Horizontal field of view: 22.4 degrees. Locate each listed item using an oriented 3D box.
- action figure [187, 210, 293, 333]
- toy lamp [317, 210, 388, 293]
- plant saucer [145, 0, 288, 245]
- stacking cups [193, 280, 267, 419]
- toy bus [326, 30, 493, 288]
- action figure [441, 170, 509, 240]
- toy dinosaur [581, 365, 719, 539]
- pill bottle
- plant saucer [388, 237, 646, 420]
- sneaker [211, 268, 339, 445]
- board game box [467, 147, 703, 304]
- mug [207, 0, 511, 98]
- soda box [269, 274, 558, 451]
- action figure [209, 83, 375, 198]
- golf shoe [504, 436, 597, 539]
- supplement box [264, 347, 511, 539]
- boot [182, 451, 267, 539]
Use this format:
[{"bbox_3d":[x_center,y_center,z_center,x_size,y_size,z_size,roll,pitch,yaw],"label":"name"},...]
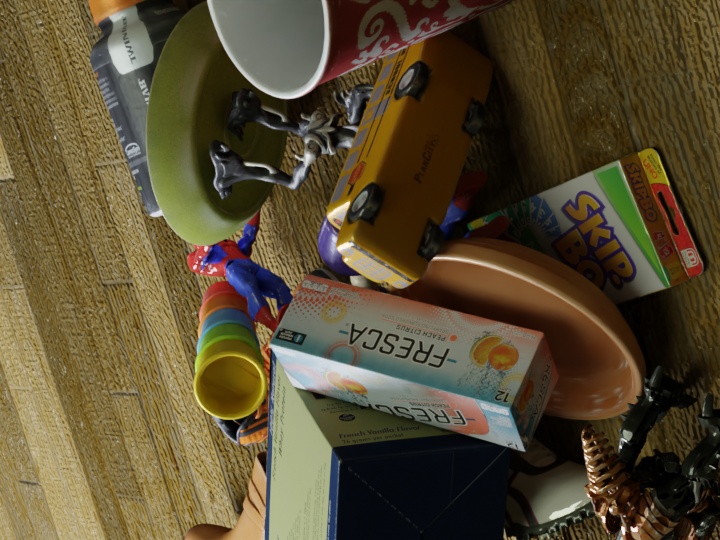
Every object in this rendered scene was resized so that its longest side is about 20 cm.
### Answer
[{"bbox_3d":[-0.090,-0.019,1.562,0.200,0.065,0.099,31,113,51],"label":"action figure"},{"bbox_3d":[0.000,0.000,1.408,0.058,0.058,0.200,50,168,22],"label":"toy lamp"},{"bbox_3d":[-0.107,-0.118,1.473,0.031,0.200,0.200,6,116,26],"label":"plant saucer"},{"bbox_3d":[-0.116,0.062,1.542,0.200,0.060,0.061,-114,13,-71],"label":"stacking cups"},{"bbox_3d":[0.032,-0.082,1.295,0.065,0.200,0.078,32,150,-21],"label":"toy bus"},{"bbox_3d":[0.060,-0.017,1.396,0.066,0.052,0.200,59,163,9],"label":"action figure"},{"bbox_3d":[0.206,0.146,1.237,0.102,0.136,0.200,32,176,19],"label":"toy dinosaur"},{"bbox_3d":[-0.172,-0.156,1.597,0.106,0.106,0.200,-15,97,55],"label":"pill bottle"},{"bbox_3d":[0.117,0.038,1.318,0.200,0.037,0.200,23,154,12],"label":"plant saucer"},{"bbox_3d":[-0.073,0.090,1.598,0.078,0.112,0.200,44,138,28],"label":"sneaker"},{"bbox_3d":[0.159,-0.017,1.311,0.200,0.030,0.096,-23,90,53],"label":"board game box"},{"bbox_3d":[-0.003,-0.220,1.258,0.177,0.200,0.134,37,136,36],"label":"mug"},{"bbox_3d":[0.039,0.066,1.323,0.200,0.068,0.064,14,151,27],"label":"soda box"},{"bbox_3d":[-0.009,-0.094,1.417,0.200,0.102,0.119,6,74,14],"label":"action figure"},{"bbox_3d":[0.127,0.162,1.412,0.200,0.077,0.088,-14,93,55],"label":"golf shoe"},{"bbox_3d":[0.014,0.182,1.415,0.200,0.134,0.200,-129,39,-62],"label":"supplement box"},{"bbox_3d":[-0.098,0.242,1.757,0.200,0.074,0.155,17,124,33],"label":"boot"}]
